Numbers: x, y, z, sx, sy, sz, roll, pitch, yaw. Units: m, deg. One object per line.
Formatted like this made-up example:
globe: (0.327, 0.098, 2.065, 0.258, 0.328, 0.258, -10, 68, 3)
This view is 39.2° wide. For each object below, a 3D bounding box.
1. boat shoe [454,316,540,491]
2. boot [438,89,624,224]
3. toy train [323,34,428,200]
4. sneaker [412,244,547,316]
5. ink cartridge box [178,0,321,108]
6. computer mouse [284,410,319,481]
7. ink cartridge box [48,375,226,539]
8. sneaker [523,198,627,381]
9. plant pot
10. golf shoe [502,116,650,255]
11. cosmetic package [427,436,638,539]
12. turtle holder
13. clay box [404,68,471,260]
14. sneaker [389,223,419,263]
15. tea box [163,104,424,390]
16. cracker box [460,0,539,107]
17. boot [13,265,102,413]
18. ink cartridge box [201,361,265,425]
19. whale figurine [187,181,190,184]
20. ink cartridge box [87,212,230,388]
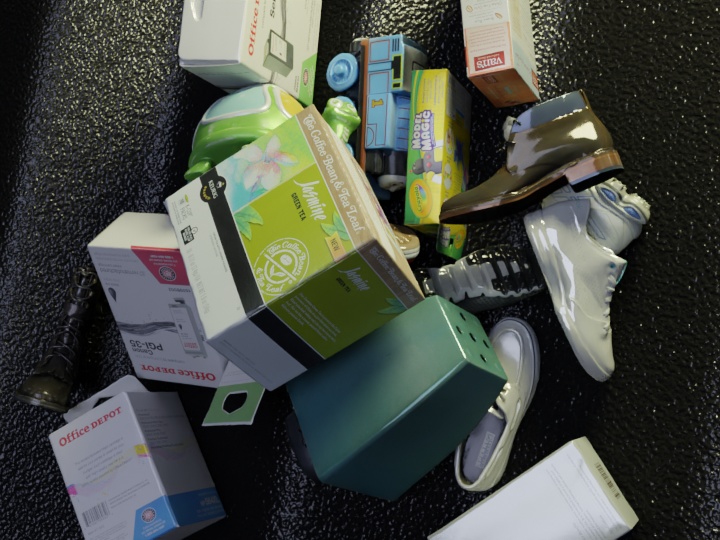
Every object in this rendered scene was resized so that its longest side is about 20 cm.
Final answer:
boat shoe: (0.147, 0.150, 1.134, 0.072, 0.066, 0.201, 20, 92, 22)
boot: (0.169, -0.117, 1.077, 0.199, 0.075, 0.098, -18, 79, 9)
toy train: (0.019, -0.180, 1.200, 0.114, 0.086, 0.202, -1, 84, 33)
sneaker: (0.124, 0.026, 1.158, 0.199, 0.091, 0.067, -13, 61, -6)
ink cartridge box: (-0.127, -0.288, 1.214, 0.083, 0.200, 0.147, 4, 86, 21)
computer mouse: (-0.079, 0.162, 1.238, 0.058, 0.034, 0.201, -29, 74, 17)
ink cartridge box: (-0.280, 0.243, 1.257, 0.128, 0.125, 0.201, -29, 74, 16)
sneaker: (0.249, 0.020, 1.086, 0.088, 0.075, 0.201, -21, 98, 11)
plant pot: (0.049, 0.130, 1.103, 0.200, 0.141, 0.142, -38, 52, 20)
golf shoe: (0.222, -0.090, 1.129, 0.200, 0.078, 0.097, 43, 106, 21)
cosmetic package: (0.187, 0.282, 1.098, 0.200, 0.081, 0.113, -36, 73, 15)
turtle holder: (-0.108, -0.151, 1.156, 0.185, 0.140, 0.133, -30, 43, 41)
clay box: (0.090, -0.116, 1.158, 0.047, 0.115, 0.202, 2, 85, 21)
sneaker: (0.000, 0.000, 1.169, 0.200, 0.071, 0.113, 20, 110, 57)
tea box: (-0.071, -0.023, 1.042, 0.196, 0.134, 0.201, -31, 52, 8)
cracker box: (0.154, -0.299, 1.142, 0.057, 0.134, 0.202, -8, 81, 20)
boot: (-0.374, 0.078, 1.287, 0.069, 0.200, 0.175, 18, 98, -10)
ink cartridge box: (-0.100, 0.089, 1.149, 0.145, 0.048, 0.201, -16, 51, 59)
whale figurine: (-0.159, -0.087, 1.257, 0.159, 0.104, 0.201, 30, 94, 22)
ink cartridge box: (-0.221, 0.037, 1.218, 0.146, 0.083, 0.201, 4, 124, 26)
